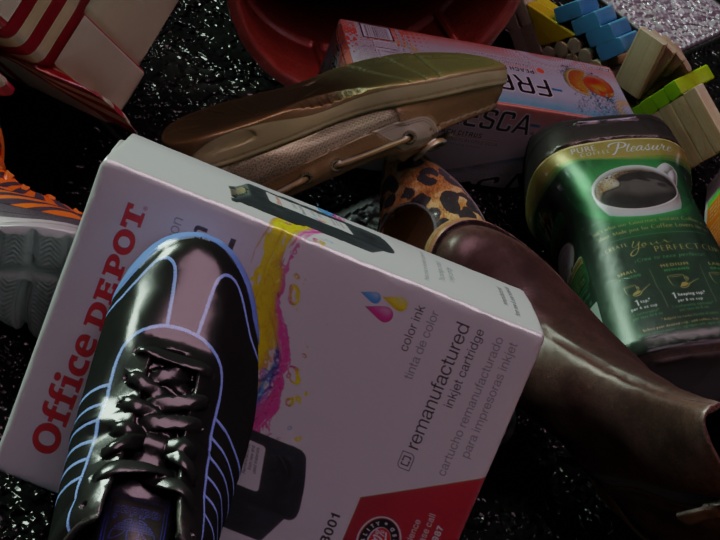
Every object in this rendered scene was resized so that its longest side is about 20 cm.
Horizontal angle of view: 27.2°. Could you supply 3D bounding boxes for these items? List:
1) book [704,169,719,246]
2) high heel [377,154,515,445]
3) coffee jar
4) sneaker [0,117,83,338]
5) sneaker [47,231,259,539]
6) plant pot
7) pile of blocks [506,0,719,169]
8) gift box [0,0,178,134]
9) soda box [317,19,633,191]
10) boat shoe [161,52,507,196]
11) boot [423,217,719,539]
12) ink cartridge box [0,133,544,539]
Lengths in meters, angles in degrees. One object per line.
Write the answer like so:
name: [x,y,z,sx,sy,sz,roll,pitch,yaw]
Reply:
book: [0.260,-0.034,0.923,0.048,0.134,0.201,25,40,-2]
high heel: [0.000,0.000,0.792,0.141,0.071,0.202,8,52,-30]
coffee jar: [0.160,-0.005,0.870,0.103,0.086,0.201,-5,47,-7]
sneaker: [-0.172,-0.036,0.739,0.198,0.078,0.113,17,42,-10]
sneaker: [-0.075,0.076,0.545,0.069,0.078,0.202,12,75,-8]
plant pot: [-0.010,-0.246,0.976,0.199,0.202,0.196,5,36,-23]
pile of blocks: [0.190,-0.149,1.049,0.200,0.082,0.062,43,43,20]
gift box: [-0.177,-0.185,0.775,0.184,0.188,0.200,25,-11,35]
soda box: [0.071,-0.099,0.942,0.198,0.069,0.064,7,43,-21]
boat shoe: [-0.010,-0.074,0.833,0.199,0.064,0.073,-18,23,-17]
boot: [0.122,0.053,0.699,0.072,0.166,0.200,-42,102,-15]
ink cartridge box: [-0.041,0.047,0.654,0.198,0.147,0.083,21,11,-5]
